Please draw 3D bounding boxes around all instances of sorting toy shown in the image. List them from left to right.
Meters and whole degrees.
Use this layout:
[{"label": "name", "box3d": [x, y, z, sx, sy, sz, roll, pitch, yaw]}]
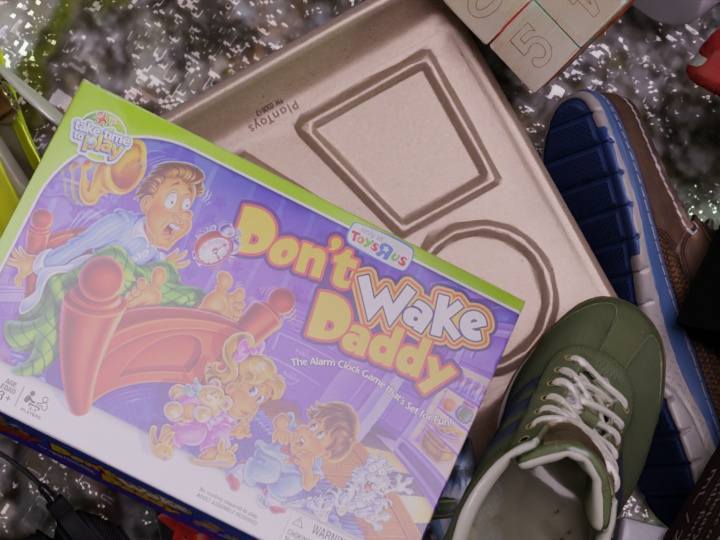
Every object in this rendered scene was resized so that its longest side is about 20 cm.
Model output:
[{"label": "sorting toy", "box3d": [0.000, 0.000, 0.924, 0.184, 0.036, 0.201, -29, 90, -2]}]

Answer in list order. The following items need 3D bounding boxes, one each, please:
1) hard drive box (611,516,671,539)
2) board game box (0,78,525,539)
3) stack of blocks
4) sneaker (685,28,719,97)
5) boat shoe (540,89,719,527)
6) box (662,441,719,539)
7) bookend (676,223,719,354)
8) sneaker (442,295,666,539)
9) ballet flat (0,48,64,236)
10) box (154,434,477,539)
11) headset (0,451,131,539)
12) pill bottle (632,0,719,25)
[{"label": "hard drive box", "box3d": [0.154, 0.224, 0.905, 0.154, 0.077, 0.202, 14, 75, -9]}, {"label": "board game box", "box3d": [-0.052, 0.031, 0.839, 0.199, 0.045, 0.135, 26, 72, -3]}, {"label": "stack of blocks", "box3d": [0.039, -0.177, 0.938, 0.200, 0.115, 0.059, 47, 111, 2]}, {"label": "sneaker", "box3d": [0.213, -0.128, 0.929, 0.078, 0.200, 0.116, 29, 113, 20]}, {"label": "boat shoe", "box3d": [0.139, 0.012, 0.955, 0.072, 0.072, 0.202, -18, 96, -27]}, {"label": "box", "box3d": [0.208, 0.142, 0.786, 0.163, 0.200, 0.167, 33, 76, -3]}, {"label": "bookend", "box3d": [0.273, 0.037, 0.874, 0.198, 0.199, 0.093, 32, 79, -28]}, {"label": "sneaker", "box3d": [0.080, 0.082, 0.823, 0.067, 0.090, 0.201, 33, 61, -1]}, {"label": "ballet flat", "box3d": [-0.130, -0.018, 0.889, 0.067, 0.067, 0.201, -34, 83, 10]}, {"label": "box", "box3d": [0.001, 0.178, 0.852, 0.136, 0.040, 0.202, -13, 70, -1]}, {"label": "headset", "box3d": [-0.143, 0.131, 0.870, 0.122, 0.094, 0.202, -9, 95, -14]}, {"label": "pill bottle", "box3d": [0.201, -0.204, 0.992, 0.199, 0.111, 0.112, -37, 88, -18]}]
